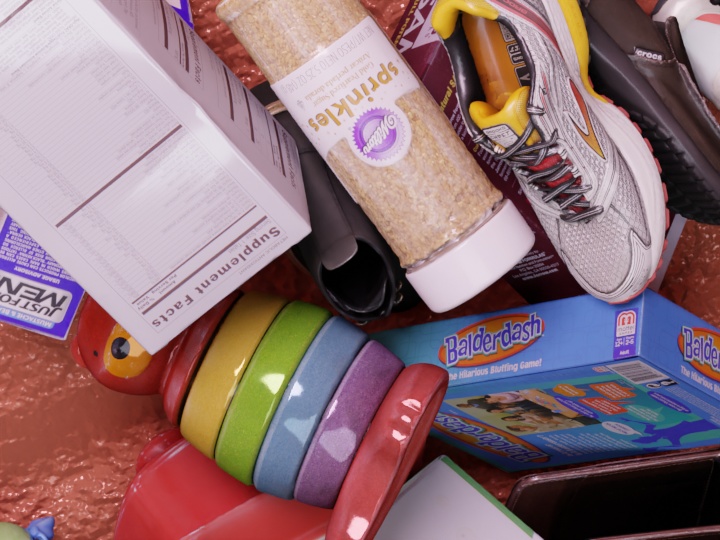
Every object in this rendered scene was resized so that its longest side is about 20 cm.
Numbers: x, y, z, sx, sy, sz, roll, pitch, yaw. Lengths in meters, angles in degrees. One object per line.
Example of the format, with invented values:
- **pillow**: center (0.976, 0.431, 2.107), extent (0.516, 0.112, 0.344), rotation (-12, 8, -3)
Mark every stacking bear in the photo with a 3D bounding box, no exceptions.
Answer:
- **stacking bear**: center (-0.063, 0.060, 1.436), extent (0.200, 0.114, 0.122), rotation (26, 112, 7)

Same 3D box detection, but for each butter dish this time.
- **butter dish**: center (-0.079, 0.153, 1.569), extent (0.199, 0.148, 0.200), rotation (-24, 144, -29)

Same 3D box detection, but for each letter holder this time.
- **letter holder**: center (0.157, 0.200, 1.595), extent (0.142, 0.101, 0.200), rotation (-6, 151, -3)

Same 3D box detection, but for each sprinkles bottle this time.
- **sprinkles bottle**: center (0.008, -0.075, 1.368), extent (0.068, 0.068, 0.200), rotation (-35, 97, 12)

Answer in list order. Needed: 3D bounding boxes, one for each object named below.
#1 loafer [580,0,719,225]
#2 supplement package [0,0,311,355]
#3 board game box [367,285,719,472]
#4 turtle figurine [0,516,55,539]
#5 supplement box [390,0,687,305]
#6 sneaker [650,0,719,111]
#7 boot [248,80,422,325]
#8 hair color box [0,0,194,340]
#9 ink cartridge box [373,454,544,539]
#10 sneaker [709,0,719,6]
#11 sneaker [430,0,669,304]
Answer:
- **loafer**: center (0.162, -0.109, 1.456), extent (0.071, 0.073, 0.200), rotation (-47, 110, -20)
- **supplement package**: center (-0.131, -0.077, 1.325), extent (0.114, 0.110, 0.200), rotation (-37, 115, 13)
- **board game box**: center (0.122, 0.066, 1.512), extent (0.200, 0.045, 0.152), rotation (-11, 153, 38)
- **turtle figurine**: center (-0.257, 0.252, 1.599), extent (0.144, 0.200, 0.194), rotation (15, 126, 24)
- **supplement box**: center (0.094, -0.062, 1.484), extent (0.200, 0.109, 0.061), rotation (43, 145, -25)
- **sneaker**: center (0.252, -0.093, 1.501), extent (0.200, 0.093, 0.070), rotation (37, 108, -24)
- **boot**: center (0.000, 0.000, 1.469), extent (0.077, 0.139, 0.200), rotation (-35, 139, 9)
- **hair color box**: center (-0.156, -0.076, 1.448), extent (0.065, 0.109, 0.200), rotation (19, 115, -17)
- **ink cartridge box**: center (0.075, 0.222, 1.559), extent (0.083, 0.147, 0.200), rotation (-41, 154, -19)
- **sneaker**: center (0.204, -0.162, 1.401), extent (0.074, 0.200, 0.088), rotation (28, 78, -33)
- **sneaker**: center (0.093, -0.071, 1.390), extent (0.078, 0.082, 0.200), rotation (-23, 97, 40)
